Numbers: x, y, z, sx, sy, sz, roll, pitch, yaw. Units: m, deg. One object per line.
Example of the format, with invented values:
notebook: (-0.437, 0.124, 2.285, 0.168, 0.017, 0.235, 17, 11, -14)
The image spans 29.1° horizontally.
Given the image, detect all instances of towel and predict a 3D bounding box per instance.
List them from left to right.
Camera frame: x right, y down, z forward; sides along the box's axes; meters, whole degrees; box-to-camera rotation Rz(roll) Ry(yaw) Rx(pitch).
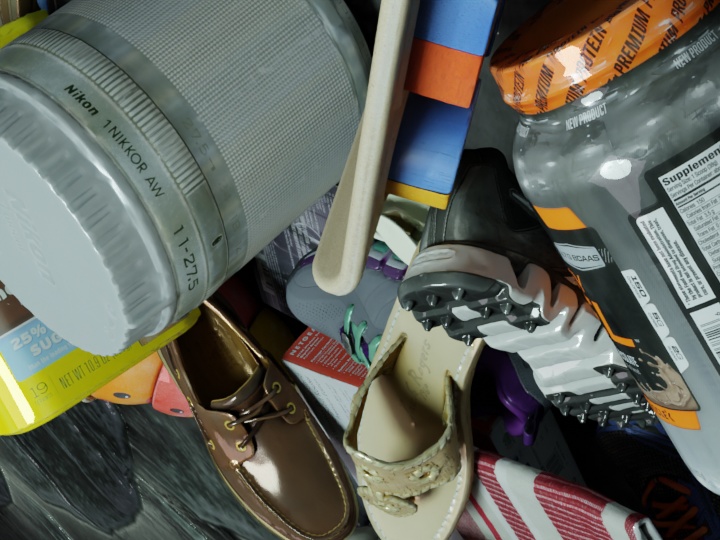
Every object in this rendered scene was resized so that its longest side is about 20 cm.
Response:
towel: (0.108, 0.148, 0.733, 0.199, 0.023, 0.145, 14, 143, 56)

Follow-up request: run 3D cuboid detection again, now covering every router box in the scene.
router box: (0.061, 0.127, 0.880, 0.178, 0.049, 0.201, 15, 144, 45)

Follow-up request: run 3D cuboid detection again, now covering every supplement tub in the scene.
supplement tub: (0.140, -0.020, 0.542, 0.122, 0.122, 0.201, -10, 117, 57)

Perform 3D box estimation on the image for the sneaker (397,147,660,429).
sneaker: (0.094, 0.007, 0.620, 0.066, 0.092, 0.199, -13, 149, 40)

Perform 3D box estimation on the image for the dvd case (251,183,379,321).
dvd case: (0.000, 0.000, 0.863, 0.199, 0.016, 0.150, 26, 144, 33)

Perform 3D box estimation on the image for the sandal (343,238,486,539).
sandal: (0.018, 0.068, 0.689, 0.077, 0.069, 0.214, 32, 124, 28)

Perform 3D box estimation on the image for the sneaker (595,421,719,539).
sneaker: (0.190, 0.149, 0.721, 0.200, 0.078, 0.075, 49, 150, -2)

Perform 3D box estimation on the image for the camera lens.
camera lens: (-0.100, -0.074, 0.721, 0.159, 0.200, 0.161, 33, 148, 24)

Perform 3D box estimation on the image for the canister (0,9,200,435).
canister: (-0.196, -0.026, 0.798, 0.086, 0.148, 0.202, -14, 107, 56)

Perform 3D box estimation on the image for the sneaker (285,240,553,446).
sneaker: (0.025, 0.039, 0.768, 0.198, 0.088, 0.075, 9, 136, 35)

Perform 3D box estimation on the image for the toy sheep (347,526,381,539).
toy sheep: (0.011, 0.266, 1.056, 0.199, 0.137, 0.139, 35, 149, 33)

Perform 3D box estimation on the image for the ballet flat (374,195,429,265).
ballet flat: (0.070, -0.010, 0.708, 0.199, 0.069, 0.070, 26, 144, 35)

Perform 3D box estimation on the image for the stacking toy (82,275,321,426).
stacking toy: (-0.094, 0.062, 0.986, 0.198, 0.147, 0.147, 26, 148, 5)

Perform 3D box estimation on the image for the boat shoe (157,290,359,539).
boat shoe: (-0.072, 0.090, 0.881, 0.201, 0.072, 0.068, 54, 171, 11)

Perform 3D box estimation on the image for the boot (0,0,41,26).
boot: (-0.236, -0.161, 0.935, 0.155, 0.073, 0.201, 33, 156, 24)

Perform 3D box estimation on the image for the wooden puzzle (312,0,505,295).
wooden puzzle: (0.037, -0.109, 0.534, 0.046, 0.187, 0.201, 17, 146, -1)

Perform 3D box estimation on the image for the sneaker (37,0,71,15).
sneaker: (-0.134, -0.135, 0.849, 0.082, 0.071, 0.202, 1, 127, 28)
